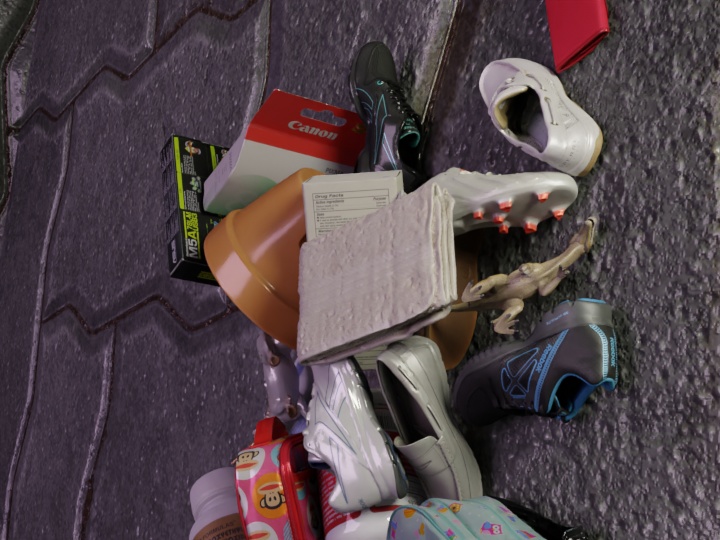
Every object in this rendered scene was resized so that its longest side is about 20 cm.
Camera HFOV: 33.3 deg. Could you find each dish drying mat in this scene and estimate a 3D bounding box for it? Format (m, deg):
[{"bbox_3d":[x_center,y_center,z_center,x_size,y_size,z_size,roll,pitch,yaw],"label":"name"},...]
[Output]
[{"bbox_3d":[0.205,-0.297,1.177,0.077,0.018,0.202,-37,51,51],"label":"dish drying mat"}]

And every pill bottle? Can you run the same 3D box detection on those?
[{"bbox_3d":[0.013,0.234,1.237,0.112,0.111,0.202,-45,43,44],"label":"pill bottle"},{"bbox_3d":[-0.150,0.348,1.481,0.115,0.113,0.201,-58,36,32],"label":"pill bottle"}]

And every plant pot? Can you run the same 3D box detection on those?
[{"bbox_3d":[-0.062,-0.022,1.397,0.140,0.199,0.201,-46,40,18],"label":"plant pot"}]

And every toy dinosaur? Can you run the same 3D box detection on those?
[{"bbox_3d":[0.134,0.021,1.102,0.199,0.101,0.059,-28,92,29],"label":"toy dinosaur"}]

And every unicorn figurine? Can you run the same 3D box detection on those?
[{"bbox_3d":[-0.098,0.143,1.456,0.137,0.073,0.203,179,94,-68],"label":"unicorn figurine"}]

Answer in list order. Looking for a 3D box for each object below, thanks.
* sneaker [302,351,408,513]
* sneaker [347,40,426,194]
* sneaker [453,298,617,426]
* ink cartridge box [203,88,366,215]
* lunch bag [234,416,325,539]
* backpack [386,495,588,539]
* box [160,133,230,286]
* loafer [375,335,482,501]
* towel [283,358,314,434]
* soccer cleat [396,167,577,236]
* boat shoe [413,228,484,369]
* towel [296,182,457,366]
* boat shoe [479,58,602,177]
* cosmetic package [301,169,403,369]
[{"bbox_3d":[-0.023,0.146,1.191,0.086,0.075,0.201,-26,57,4],"label":"sneaker"},{"bbox_3d":[0.039,-0.174,1.387,0.079,0.075,0.202,-20,71,44],"label":"sneaker"},{"bbox_3d":[0.152,0.102,1.079,0.200,0.073,0.083,-44,45,46],"label":"sneaker"},{"bbox_3d":[-0.080,-0.126,1.470,0.200,0.159,0.051,-42,46,46],"label":"ink cartridge box"},{"bbox_3d":[-0.075,0.244,1.294,0.200,0.081,0.178,13,-117,-80],"label":"lunch bag"},{"bbox_3d":[0.106,0.273,1.051,0.200,0.125,0.169,36,115,61],"label":"backpack"},{"bbox_3d":[-0.159,-0.067,1.556,0.048,0.191,0.202,-47,43,44],"label":"box"},{"bbox_3d":[0.062,0.165,1.162,0.070,0.069,0.202,-19,90,50],"label":"loafer"},{"bbox_3d":[-0.047,0.177,1.451,0.148,0.024,0.201,-63,33,27],"label":"towel"},{"bbox_3d":[0.113,-0.071,1.159,0.198,0.069,0.078,-15,58,30],"label":"soccer cleat"},{"bbox_3d":[0.081,0.005,1.235,0.070,0.070,0.202,-6,65,44],"label":"boat shoe"},{"bbox_3d":[0.013,0.006,1.154,0.199,0.034,0.134,-22,57,39],"label":"towel"},{"bbox_3d":[0.157,-0.159,1.161,0.200,0.069,0.071,53,127,53],"label":"boat shoe"},{"bbox_3d":[0.000,0.000,1.274,0.073,0.102,0.203,-54,-39,-77],"label":"cosmetic package"}]
